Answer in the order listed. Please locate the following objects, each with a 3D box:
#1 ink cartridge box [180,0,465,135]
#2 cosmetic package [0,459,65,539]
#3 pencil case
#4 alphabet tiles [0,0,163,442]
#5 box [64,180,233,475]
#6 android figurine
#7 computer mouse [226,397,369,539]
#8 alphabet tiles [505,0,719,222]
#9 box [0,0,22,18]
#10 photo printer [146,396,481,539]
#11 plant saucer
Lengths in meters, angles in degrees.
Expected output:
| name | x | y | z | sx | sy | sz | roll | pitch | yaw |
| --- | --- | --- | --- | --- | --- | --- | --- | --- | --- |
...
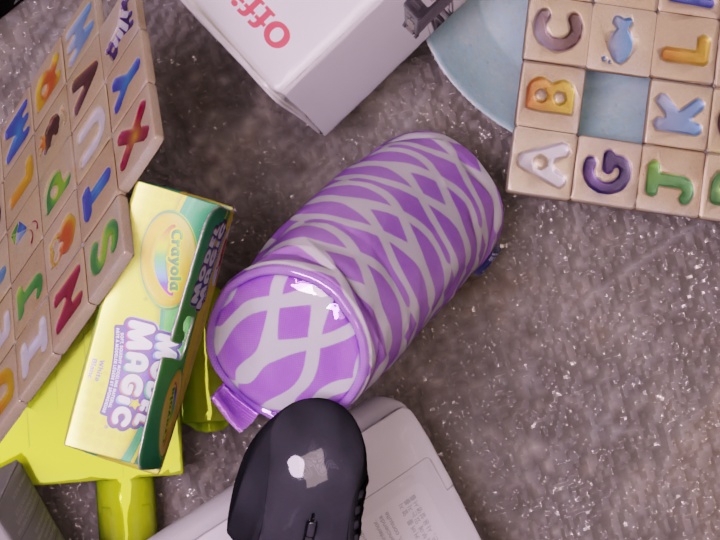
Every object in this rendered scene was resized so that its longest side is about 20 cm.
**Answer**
| name | x | y | z | sx | sy | sz | roll | pitch | yaw |
| --- | --- | --- | --- | --- | --- | --- | --- | --- | --- |
| ink cartridge box | -0.004 | -0.189 | 0.992 | 0.200 | 0.083 | 0.145 | -43 | 72 | 3 |
| cosmetic package | -0.163 | 0.208 | 0.973 | 0.106 | 0.090 | 0.201 | -25 | 103 | 4 |
| pencil case | 0.000 | 0.000 | 0.958 | 0.085 | 0.200 | 0.084 | -37 | 92 | 31 |
| alphabet tiles | -0.140 | -0.026 | 0.907 | 0.006 | 0.167 | 0.200 | 16 | 131 | -29 |
| box | -0.092 | 0.024 | 0.908 | 0.048 | 0.200 | 0.119 | 16 | 88 | -6 |
| android figurine | -0.152 | 0.042 | 1.022 | 0.180 | 0.041 | 0.202 | -6 | 89 | -5 |
| computer mouse | -0.032 | 0.153 | 0.880 | 0.058 | 0.034 | 0.202 | 5 | 101 | -10 |
| alphabet tiles | 0.166 | -0.128 | 1.034 | 0.165 | 0.008 | 0.202 | 7 | 87 | -4 |
| box | -0.188 | -0.227 | 1.026 | 0.200 | 0.044 | 0.161 | -39 | 92 | -5 |
| photo printer | -0.025 | 0.177 | 0.976 | 0.199 | 0.069 | 0.167 | -31 | 95 | -34 |
| plant saucer | 0.120 | -0.159 | 1.056 | 0.199 | 0.039 | 0.203 | 0 | 89 | -5 |
